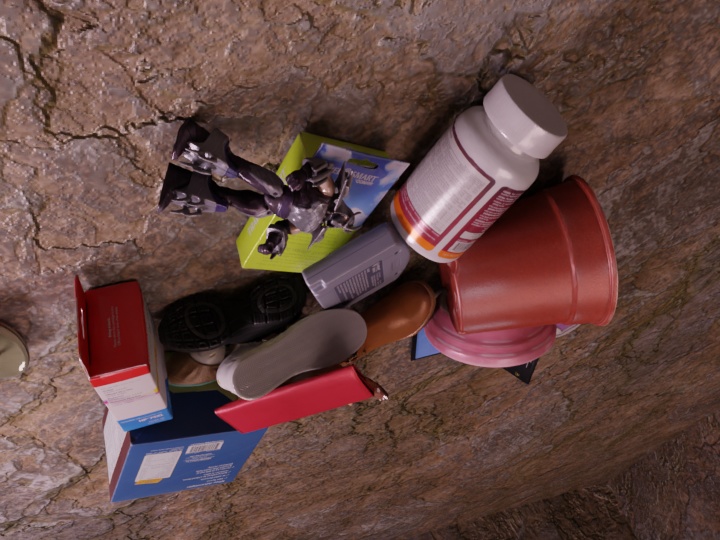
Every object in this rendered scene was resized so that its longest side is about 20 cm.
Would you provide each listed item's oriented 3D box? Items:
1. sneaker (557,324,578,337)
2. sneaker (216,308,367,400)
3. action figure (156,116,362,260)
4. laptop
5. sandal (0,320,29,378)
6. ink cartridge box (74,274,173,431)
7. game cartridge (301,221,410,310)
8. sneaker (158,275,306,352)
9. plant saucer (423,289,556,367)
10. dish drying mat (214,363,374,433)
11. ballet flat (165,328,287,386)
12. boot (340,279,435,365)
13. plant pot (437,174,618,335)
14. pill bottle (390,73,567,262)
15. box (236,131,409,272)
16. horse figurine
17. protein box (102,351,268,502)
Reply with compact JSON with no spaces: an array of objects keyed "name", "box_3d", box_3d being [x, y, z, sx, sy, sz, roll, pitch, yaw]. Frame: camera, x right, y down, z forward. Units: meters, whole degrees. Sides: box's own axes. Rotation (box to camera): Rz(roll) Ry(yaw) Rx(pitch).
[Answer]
[{"name":"sneaker","box_3d":[0.320,0.070,1.147,0.197,0.073,0.115,-17,145,-6]},{"name":"sneaker","box_3d":[-0.096,0.104,0.857,0.198,0.075,0.115,-21,-175,-28]},{"name":"action figure","box_3d":[-0.089,-0.070,0.630,0.197,0.070,0.131,16,128,-18]},{"name":"laptop","box_3d":[0.197,0.131,1.112,0.103,0.199,0.179,-45,154,-26]},{"name":"sandal","box_3d":[-0.447,0.079,0.714,0.079,0.058,0.202,-20,148,-1]},{"name":"ink cartridge box","box_3d":[-0.284,0.098,0.784,0.066,0.118,0.201,-12,148,-12]},{"name":"game cartridge","box_3d":[0.000,0.000,0.819,0.131,0.041,0.200,-26,168,-3]},{"name":"sneaker","box_3d":[-0.166,0.072,0.862,0.196,0.077,0.091,-11,157,-9]},{"name":"plant saucer","box_3d":[0.193,0.066,0.969,0.197,0.201,0.052,-12,119,-14]},{"name":"dish drying mat","box_3d":[-0.085,0.169,0.842,0.197,0.018,0.077,-19,141,14]},{"name":"ballet flat","box_3d":[-0.181,0.113,0.921,0.197,0.068,0.073,-3,134,-30]},{"name":"boot","box_3d":[0.004,0.085,0.943,0.198,0.078,0.154,-28,171,35]},{"name":"plant pot","box_3d":[0.207,-0.007,0.863,0.192,0.204,0.202,-12,148,0]},{"name":"pill bottle","box_3d":[0.128,-0.110,0.722,0.108,0.111,0.200,7,139,-37]},{"name":"box","box_3d":[-0.047,-0.075,0.730,0.120,0.048,0.200,4,140,-37]},{"name":"horse figurine","box_3d":[-0.064,0.167,0.902,0.197,0.051,0.133,-15,153,19]},{"name":"protein box","box_3d":[-0.269,0.231,0.974,0.196,0.136,0.201,0,143,-31]}]
